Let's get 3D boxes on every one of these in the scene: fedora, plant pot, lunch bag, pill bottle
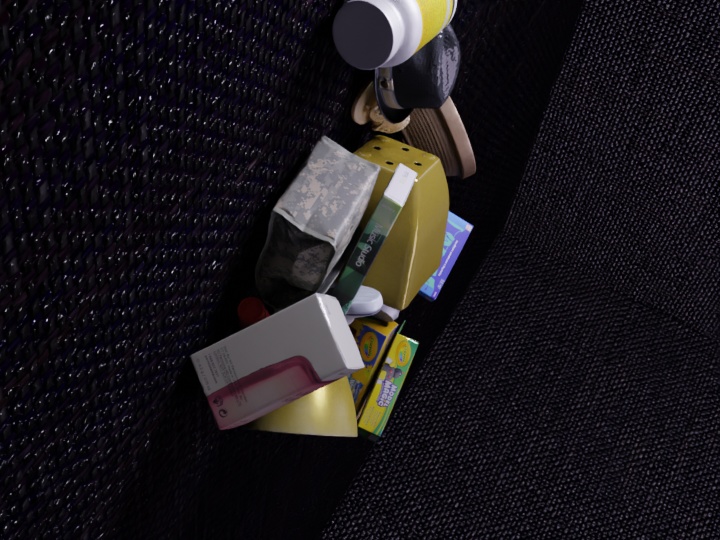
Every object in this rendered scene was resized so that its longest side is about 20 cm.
[{"bbox_3d":[0.092,-0.309,1.570,0.201,0.090,0.204,-47,144,-49],"label":"fedora"},{"bbox_3d":[0.036,-0.094,1.704,0.196,0.191,0.203,-45,153,-56],"label":"plant pot"},{"bbox_3d":[-0.098,0.200,1.804,0.200,0.196,0.145,41,52,-78],"label":"plant pot"},{"bbox_3d":[-0.065,-0.052,1.505,0.165,0.116,0.201,-59,176,-38],"label":"lunch bag"},{"bbox_3d":[0.113,-0.238,1.826,0.091,0.204,0.201,-25,165,-1],"label":"plant pot"},{"bbox_3d":[0.042,-0.328,1.370,0.200,0.111,0.114,-49,162,-53],"label":"pill bottle"}]

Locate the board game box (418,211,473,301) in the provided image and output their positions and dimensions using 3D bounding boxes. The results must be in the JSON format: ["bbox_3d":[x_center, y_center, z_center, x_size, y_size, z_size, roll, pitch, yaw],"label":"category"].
[{"bbox_3d":[0.081,-0.062,1.912,0.154,0.198,0.045,-61,-176,-10],"label":"board game box"}]

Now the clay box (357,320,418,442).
[{"bbox_3d":[0.050,0.193,1.870,0.115,0.047,0.203,104,11,-76],"label":"clay box"}]

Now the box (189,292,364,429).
[{"bbox_3d":[-0.110,0.124,1.460,0.197,0.111,0.128,-25,172,9],"label":"box"}]

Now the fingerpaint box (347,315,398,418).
[{"bbox_3d":[-0.048,0.152,1.900,0.203,0.165,0.073,-67,168,23],"label":"fingerpaint box"}]

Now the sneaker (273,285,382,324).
[{"bbox_3d":[-0.044,0.069,1.658,0.073,0.197,0.072,-37,115,-48],"label":"sneaker"}]

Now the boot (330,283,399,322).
[{"bbox_3d":[0.000,0.000,1.819,0.073,0.199,0.097,-2,-121,51],"label":"boot"}]

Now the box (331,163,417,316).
[{"bbox_3d":[0.016,-0.042,1.549,0.202,0.036,0.145,-64,180,26],"label":"box"}]

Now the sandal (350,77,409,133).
[{"bbox_3d":[0.049,-0.250,1.683,0.079,0.069,0.211,-65,169,9],"label":"sandal"}]

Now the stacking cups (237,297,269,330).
[{"bbox_3d":[-0.152,0.100,1.593,0.061,0.060,0.201,-59,166,-18],"label":"stacking cups"}]
